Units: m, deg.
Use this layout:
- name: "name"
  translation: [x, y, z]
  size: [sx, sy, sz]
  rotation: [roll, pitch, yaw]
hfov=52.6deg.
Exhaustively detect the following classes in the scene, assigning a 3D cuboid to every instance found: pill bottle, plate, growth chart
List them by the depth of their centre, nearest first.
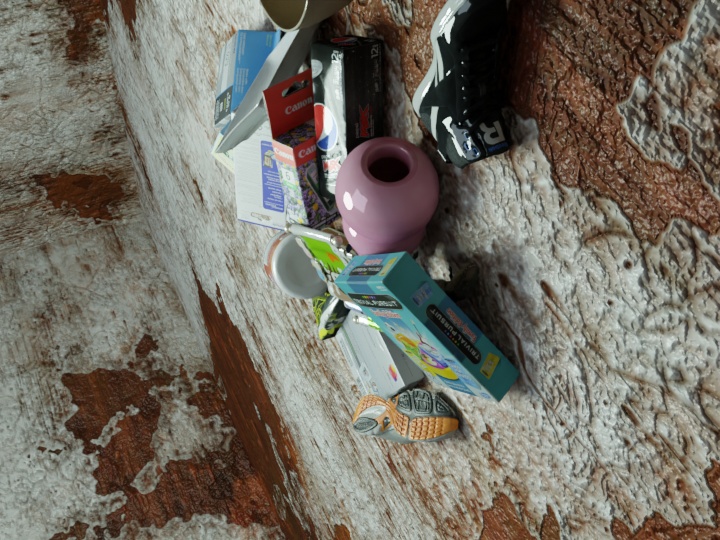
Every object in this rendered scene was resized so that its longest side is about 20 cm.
- name: "growth chart"
  translation: [-0.021, 0.014, 1.008]
  size: [0.144, 0.018, 0.201]
  rotation: [8, 139, 55]
- name: "plate"
  translation: [-0.126, -0.269, 1.041]
  size: [0.032, 0.201, 0.199]
  rotation: [33, 155, -19]
- name: "pill bottle"
  translation: [-0.111, -0.016, 1.273]
  size: [0.200, 0.111, 0.114]
  rotation: [-160, 54, -76]

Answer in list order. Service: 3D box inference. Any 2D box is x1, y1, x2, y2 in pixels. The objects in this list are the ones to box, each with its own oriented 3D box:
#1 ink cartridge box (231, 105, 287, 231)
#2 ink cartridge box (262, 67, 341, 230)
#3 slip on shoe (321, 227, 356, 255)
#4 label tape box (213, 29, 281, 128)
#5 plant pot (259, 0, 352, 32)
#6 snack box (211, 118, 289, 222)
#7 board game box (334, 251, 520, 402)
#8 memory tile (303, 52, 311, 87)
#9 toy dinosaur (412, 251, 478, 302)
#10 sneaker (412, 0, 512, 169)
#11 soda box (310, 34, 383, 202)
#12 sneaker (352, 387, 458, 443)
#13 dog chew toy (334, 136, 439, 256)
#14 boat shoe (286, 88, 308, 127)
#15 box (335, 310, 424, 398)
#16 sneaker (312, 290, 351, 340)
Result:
- name: "ink cartridge box"
  translation: [-0.159, -0.164, 1.192]
  size: [0.093, 0.037, 0.202]
  rotation: [14, 126, 13]
- name: "ink cartridge box"
  translation: [-0.058, -0.161, 0.978]
  size: [0.050, 0.109, 0.202]
  rotation: [28, 140, 40]
- name: "slip on shoe"
  translation: [0.000, 0.000, 1.107]
  size: [0.199, 0.077, 0.060]
  rotation: [33, 180, 44]
- name: "label tape box"
  translation: [-0.195, -0.324, 1.235]
  size: [0.200, 0.065, 0.145]
  rotation: [-176, 92, -69]
- name: "plant pot"
  translation: [-0.037, -0.371, 0.776]
  size: [0.201, 0.133, 0.202]
  rotation: [50, 150, 43]
- name: "snack box"
  translation: [-0.169, -0.168, 1.275]
  size: [0.200, 0.037, 0.116]
  rotation: [41, 161, -9]
- name: "board game box"
  translation: [0.074, 0.065, 0.864]
  size: [0.200, 0.047, 0.151]
  rotation: [45, 164, -15]
- name: "memory tile"
  translation: [-0.044, -0.204, 1.054]
  size: [0.154, 0.017, 0.201]
  rotation: [53, 153, 16]
- name: "toy dinosaur"
  translation: [0.087, 0.026, 0.925]
  size: [0.089, 0.047, 0.200]
  rotation: [54, 158, 13]
- name: "sneaker"
  translation: [0.113, -0.168, 0.676]
  size: [0.113, 0.072, 0.200]
  rotation: [62, 165, 15]
- name: "soda box"
  translation: [-0.015, -0.188, 0.924]
  size: [0.063, 0.070, 0.202]
  rotation: [25, 128, 41]
- name: "sneaker"
  translation: [0.082, 0.224, 1.089]
  size: [0.199, 0.091, 0.077]
  rotation: [-7, 61, 51]
- name: "dog chew toy"
  translation: [0.030, -0.068, 0.895]
  size: [0.125, 0.123, 0.201]
  rotation: [59, 164, 27]
- name: "boat shoe"
  translation: [-0.083, -0.178, 1.071]
  size: [0.073, 0.064, 0.202]
  rotation: [13, 151, 13]
- name: "box"
  translation: [0.025, 0.135, 1.177]
  size: [0.157, 0.041, 0.200]
  rotation: [64, 159, 17]
- name: "sneaker"
  translation: [-0.051, 0.056, 1.251]
  size: [0.085, 0.074, 0.200]
  rotation: [65, 158, 16]
